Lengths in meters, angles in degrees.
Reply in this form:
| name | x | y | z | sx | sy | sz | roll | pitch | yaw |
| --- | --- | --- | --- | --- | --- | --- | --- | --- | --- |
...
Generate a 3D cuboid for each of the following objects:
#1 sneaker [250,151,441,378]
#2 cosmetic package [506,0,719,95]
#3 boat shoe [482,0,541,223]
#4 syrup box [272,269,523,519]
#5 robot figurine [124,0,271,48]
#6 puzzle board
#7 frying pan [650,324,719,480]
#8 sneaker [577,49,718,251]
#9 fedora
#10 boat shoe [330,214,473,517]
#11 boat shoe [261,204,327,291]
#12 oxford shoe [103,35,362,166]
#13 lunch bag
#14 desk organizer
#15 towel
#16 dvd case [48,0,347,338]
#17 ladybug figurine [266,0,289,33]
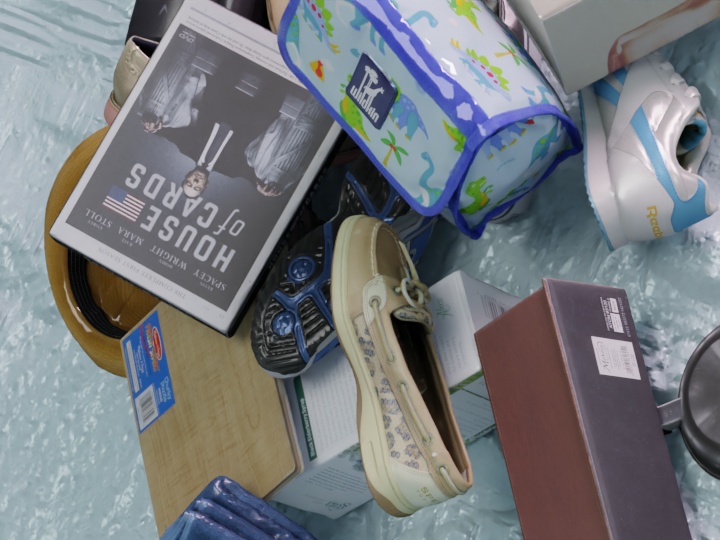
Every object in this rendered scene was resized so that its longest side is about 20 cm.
| name | x | y | z | sx | sy | sz | roll | pitch | yaw |
| --- | --- | --- | --- | --- | --- | --- | --- | --- | --- |
| sneaker | 0.000 | 0.000 | 1.704 | 0.076 | 0.077 | 0.200 | 25 | 66 | 32 |
| cosmetic package | 0.191 | -0.211 | 1.595 | 0.200 | 0.087 | 0.103 | -26 | 53 | 0 |
| boat shoe | 0.085 | -0.133 | 1.714 | 0.069 | 0.057 | 0.200 | -13 | 74 | 40 |
| syrup box | 0.022 | 0.087 | 1.686 | 0.200 | 0.079 | 0.082 | -32 | 55 | 29 |
| robot figurine | -0.108 | -0.193 | 1.889 | 0.125 | 0.150 | 0.200 | 8 | 77 | 26 |
| puzzle board | -0.105 | 0.092 | 1.739 | 0.151 | 0.017 | 0.200 | -42 | 48 | 35 |
| frying pan | 0.213 | 0.073 | 1.558 | 0.190 | 0.031 | 0.115 | 6 | 77 | 40 |
| sneaker | 0.185 | -0.106 | 1.630 | 0.081 | 0.077 | 0.200 | -12 | 59 | 13 |
| fedora | -0.149 | -0.018 | 1.865 | 0.200 | 0.082 | 0.201 | 5 | 99 | 38 |
| boat shoe | 0.030 | 0.055 | 1.593 | 0.063 | 0.073 | 0.200 | -20 | 73 | 29 |
| boat shoe | -0.037 | -0.001 | 1.790 | 0.065 | 0.073 | 0.200 | -10 | 56 | 12 |
| oxford shoe | -0.080 | -0.122 | 1.788 | 0.071 | 0.200 | 0.074 | -103 | 23 | -56 |
| lunch bag | 0.043 | -0.124 | 1.588 | 0.127 | 0.200 | 0.170 | -41 | 76 | 0 |
| desk organizer | 0.139 | 0.113 | 1.556 | 0.077 | 0.072 | 0.200 | -37 | 57 | 43 |
| towel | -0.107 | 0.235 | 1.698 | 0.200 | 0.112 | 0.049 | -54 | 6 | 35 |
| dvd case | -0.104 | -0.075 | 1.724 | 0.150 | 0.025 | 0.200 | 28 | 84 | 14 |
| ladybug figurine | 0.003 | -0.190 | 1.804 | 0.136 | 0.072 | 0.200 | -14 | 54 | 6 |
